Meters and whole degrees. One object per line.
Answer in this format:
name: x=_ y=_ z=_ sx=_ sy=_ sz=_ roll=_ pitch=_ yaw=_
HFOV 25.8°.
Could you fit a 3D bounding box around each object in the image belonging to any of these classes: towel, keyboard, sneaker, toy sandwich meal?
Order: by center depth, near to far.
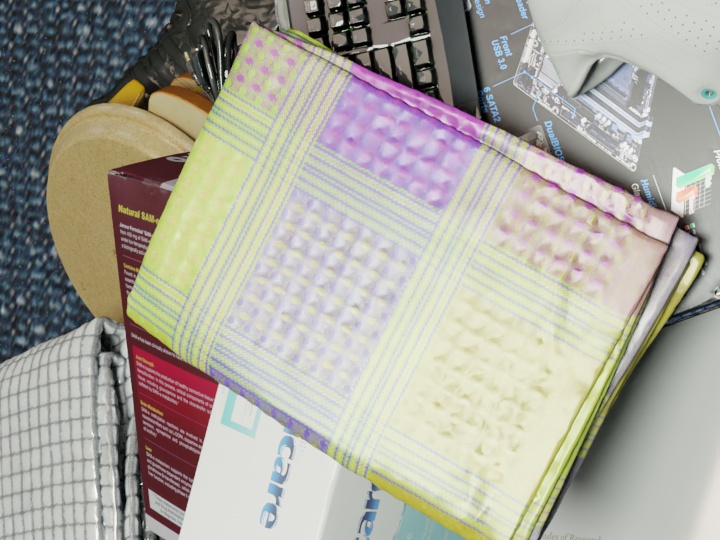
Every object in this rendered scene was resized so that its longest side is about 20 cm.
sneaker: x=0.143 y=-0.095 z=0.534 sx=0.199 sy=0.075 sz=0.089 roll=4 pitch=112 yaw=47
towel: x=0.015 y=0.006 z=0.609 sx=0.199 sy=0.023 sz=0.144 roll=28 pitch=97 yaw=16
keyboard: x=-0.011 y=-0.049 z=0.638 sx=0.126 sy=0.021 sz=0.202 roll=-11 pitch=84 yaw=22
toy sandwich meal: x=-0.108 y=-0.027 z=0.946 sx=0.204 sy=0.070 sz=0.206 roll=24 pitch=132 yaw=30
towel: x=-0.163 y=0.142 z=0.950 sx=0.165 sy=0.085 sz=0.202 roll=-20 pitch=70 yaw=47
sneaker: x=-0.095 y=-0.143 z=0.976 sx=0.199 sy=0.060 sz=0.105 roll=-10 pitch=78 yaw=33

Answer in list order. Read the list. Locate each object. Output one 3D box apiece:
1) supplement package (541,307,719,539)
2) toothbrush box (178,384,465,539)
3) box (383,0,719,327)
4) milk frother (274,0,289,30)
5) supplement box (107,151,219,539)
supplement package: x=0.151 y=0.068 z=0.691 sx=0.119 sy=0.121 sz=0.202 roll=-3 pitch=82 yaw=39
toothbrush box: x=0.020 y=0.100 z=0.745 sx=0.085 sy=0.199 sz=0.147 roll=17 pitch=95 yaw=40
box: x=0.089 y=-0.072 z=0.630 sx=0.198 sy=0.050 sz=0.201 roll=-23 pitch=81 yaw=23
milk frother: x=0.076 y=-0.157 z=0.786 sx=0.200 sy=0.181 sz=0.188 roll=-41 pitch=55 yaw=-9
supplement box: x=-0.068 y=0.048 z=0.795 sx=0.109 sy=0.061 sz=0.201 roll=19 pitch=118 yaw=50
